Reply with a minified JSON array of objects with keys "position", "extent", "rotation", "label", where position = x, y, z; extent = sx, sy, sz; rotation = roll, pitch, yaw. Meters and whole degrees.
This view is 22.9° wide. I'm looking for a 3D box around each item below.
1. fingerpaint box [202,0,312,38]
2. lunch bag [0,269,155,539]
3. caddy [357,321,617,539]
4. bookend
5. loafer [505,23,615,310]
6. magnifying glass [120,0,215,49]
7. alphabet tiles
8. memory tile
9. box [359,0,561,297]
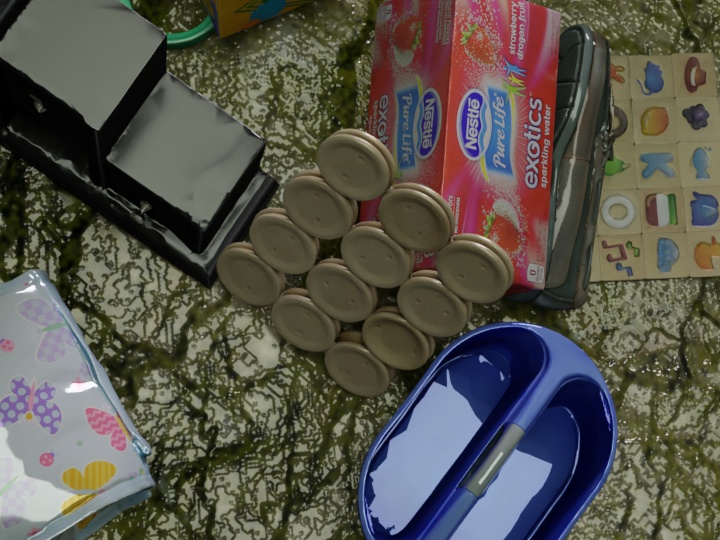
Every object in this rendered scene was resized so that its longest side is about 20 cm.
[{"position":[-0.066,-0.291,1.254],"extent":[0.166,0.073,0.201],"rotation":[-22,75,-10],"label":"fingerpaint box"},{"position":[-0.249,0.120,1.154],"extent":[0.199,0.127,0.170],"rotation":[-33,83,-1],"label":"lunch bag"},{"position":[0.083,0.131,1.197],"extent":[0.141,0.105,0.201],"rotation":[37,79,2],"label":"caddy"},{"position":[-0.151,-0.095,1.162],"extent":[0.199,0.199,0.093],"rotation":[34,78,-1],"label":"bookend"},{"position":[0.149,-0.071,1.262],"extent":[0.062,0.072,0.202],"rotation":[16,85,-23],"label":"loafer"},{"position":[-0.084,-0.221,1.281],"extent":[0.198,0.022,0.080],"rotation":[-22,83,-11],"label":"magnifying glass"},{"position":[0.201,-0.076,1.297],"extent":[0.198,0.006,0.168],"rotation":[-3,80,-7],"label":"alphabet tiles"},{"position":[0.000,0.000,1.166],"extent":[0.153,0.200,0.017],"rotation":[40,48,-7],"label":"memory tile"},{"position":[0.068,-0.087,1.222],"extent":[0.099,0.095,0.202],"rotation":[12,78,-34],"label":"box"}]
